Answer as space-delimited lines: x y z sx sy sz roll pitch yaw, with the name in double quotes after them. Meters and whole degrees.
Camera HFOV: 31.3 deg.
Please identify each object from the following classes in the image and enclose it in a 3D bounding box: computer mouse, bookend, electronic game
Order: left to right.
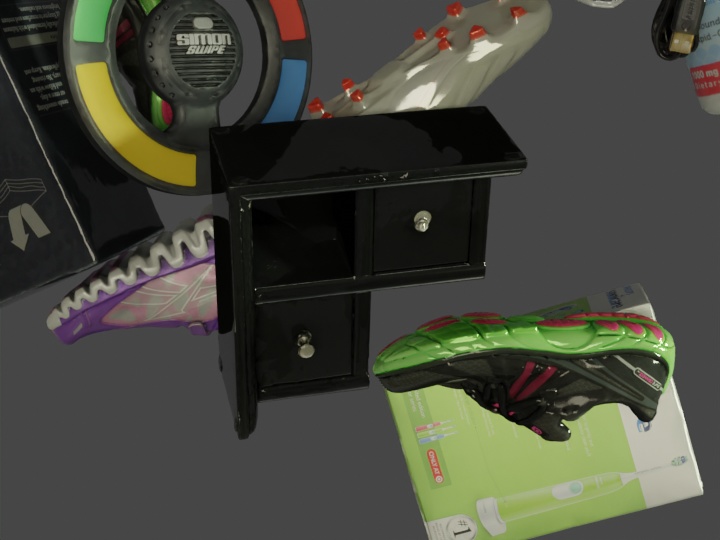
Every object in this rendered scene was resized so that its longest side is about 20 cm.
-0.117 -0.153 0.896 0.199 0.042 0.201 -4 96 -37 "electronic game"
0.000 0.000 0.897 0.198 0.092 0.201 -6 122 -13 "bookend"
0.158 -0.219 0.864 0.200 0.044 0.110 33 139 39 "computer mouse"

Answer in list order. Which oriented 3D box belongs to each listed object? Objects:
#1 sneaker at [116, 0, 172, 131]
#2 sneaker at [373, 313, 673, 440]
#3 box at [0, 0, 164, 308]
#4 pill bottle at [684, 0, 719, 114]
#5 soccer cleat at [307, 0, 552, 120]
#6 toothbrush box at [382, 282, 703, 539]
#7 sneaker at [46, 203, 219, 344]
-0.162 -0.178 0.945 0.083 0.077 0.201 -2 105 36 "sneaker"
0.107 0.073 0.850 0.199 0.077 0.084 0 98 4 "sneaker"
-0.282 -0.073 0.931 0.196 0.117 0.201 -21 97 20 "box"
0.253 -0.215 0.860 0.108 0.109 0.201 -19 97 10 "pill bottle"
0.054 -0.130 0.928 0.199 0.069 0.078 -31 125 4 "soccer cleat"
0.132 0.110 0.945 0.199 0.086 0.146 -17 97 10 "toothbrush box"
-0.140 0.017 0.968 0.199 0.081 0.089 -26 104 10 "sneaker"
